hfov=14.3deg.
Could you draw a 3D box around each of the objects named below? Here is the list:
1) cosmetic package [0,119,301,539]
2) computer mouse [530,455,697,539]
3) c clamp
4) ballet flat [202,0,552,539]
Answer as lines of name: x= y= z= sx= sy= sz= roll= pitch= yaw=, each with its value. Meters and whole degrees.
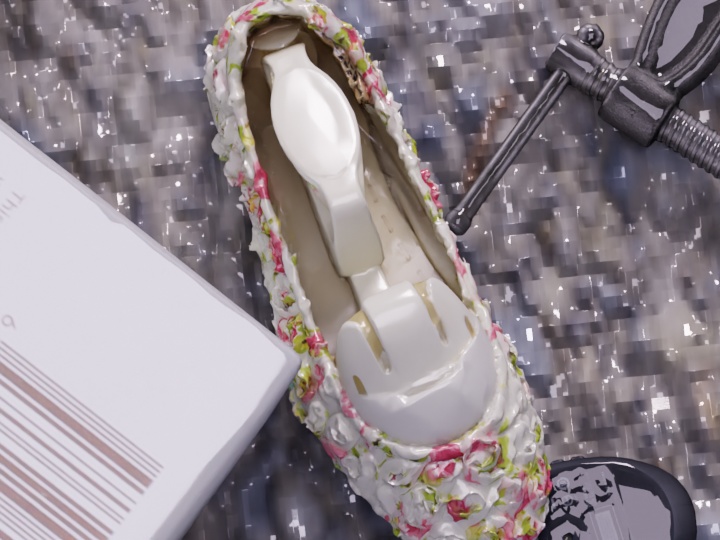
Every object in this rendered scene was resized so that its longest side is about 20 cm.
cosmetic package: x=-0.132 y=0.046 z=0.834 sx=0.166 sy=0.200 sz=0.168 roll=37 pitch=83 yaw=0
computer mouse: x=0.012 y=0.106 z=0.926 sx=0.199 sy=0.034 sz=0.059 roll=-15 pitch=77 yaw=3
c clamp: x=0.155 y=-0.041 z=0.939 sx=0.200 sy=0.027 sz=0.171 roll=28 pitch=83 yaw=9
ballet flat: x=0.000 y=0.000 z=0.899 sx=0.075 sy=0.064 sz=0.201 roll=-26 pitch=76 yaw=-6
